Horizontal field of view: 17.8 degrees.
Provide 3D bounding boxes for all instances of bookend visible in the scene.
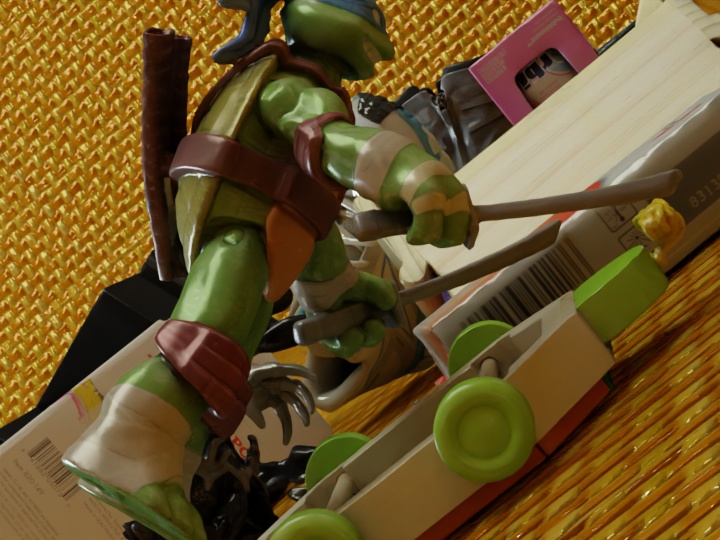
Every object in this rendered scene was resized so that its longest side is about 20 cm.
[{"bbox_3d":[-0.152,0.102,1.333,0.201,0.092,0.199,-59,-5,9],"label":"bookend"}]

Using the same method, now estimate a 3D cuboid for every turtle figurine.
[{"bbox_3d":[-0.003,0.013,0.773,0.194,0.200,0.144,-59,29,-11],"label":"turtle figurine"}]

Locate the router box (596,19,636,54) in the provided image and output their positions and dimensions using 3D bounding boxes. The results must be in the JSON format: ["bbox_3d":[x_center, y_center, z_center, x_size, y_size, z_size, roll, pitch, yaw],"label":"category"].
[{"bbox_3d":[0.161,-0.111,1.750,0.150,0.062,0.200,-39,2,41],"label":"router box"}]

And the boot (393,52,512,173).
[{"bbox_3d":[0.044,-0.055,1.644,0.200,0.132,0.070,-39,3,4],"label":"boot"}]

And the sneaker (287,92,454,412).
[{"bbox_3d":[0.000,0.000,1.187,0.087,0.075,0.201,-36,-37,-32],"label":"sneaker"}]

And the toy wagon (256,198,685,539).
[{"bbox_3d":[0.037,0.052,0.783,0.200,0.040,0.155,-38,2,7],"label":"toy wagon"}]

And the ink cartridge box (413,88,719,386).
[{"bbox_3d":[0.093,-0.011,0.995,0.162,0.050,0.200,-39,5,-4],"label":"ink cartridge box"}]

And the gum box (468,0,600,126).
[{"bbox_3d":[0.128,-0.101,1.399,0.066,0.114,0.200,-39,2,8],"label":"gum box"}]

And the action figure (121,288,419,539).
[{"bbox_3d":[-0.036,0.054,0.911,0.102,0.201,0.119,2,-7,30],"label":"action figure"}]

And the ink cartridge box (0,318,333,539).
[{"bbox_3d":[-0.121,0.111,1.227,0.200,0.117,0.067,-39,1,-36],"label":"ink cartridge box"}]

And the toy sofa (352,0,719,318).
[{"bbox_3d":[0.106,-0.044,1.112,0.200,0.098,0.083,-40,-36,-2],"label":"toy sofa"}]
